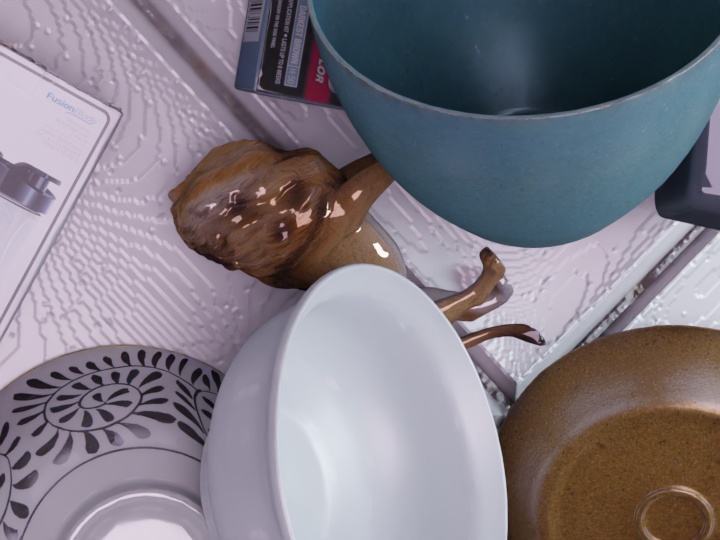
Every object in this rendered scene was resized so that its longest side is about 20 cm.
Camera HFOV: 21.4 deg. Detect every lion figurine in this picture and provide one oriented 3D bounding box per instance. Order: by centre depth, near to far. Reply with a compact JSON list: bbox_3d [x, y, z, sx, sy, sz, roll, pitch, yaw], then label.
[{"bbox_3d":[0.000,0.000,0.995,0.122,0.072,0.200,-39,108,0],"label":"lion figurine"}]

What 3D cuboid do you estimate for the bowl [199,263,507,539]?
[{"bbox_3d":[-0.015,0.104,0.937,0.201,0.090,0.202,27,56,-49],"label":"bowl"}]

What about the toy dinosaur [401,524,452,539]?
[{"bbox_3d":[0.026,0.185,1.021,0.199,0.058,0.102,0,88,-22],"label":"toy dinosaur"}]

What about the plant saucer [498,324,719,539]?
[{"bbox_3d":[0.168,0.125,1.020,0.199,0.035,0.201,3,118,6],"label":"plant saucer"}]

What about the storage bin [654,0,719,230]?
[{"bbox_3d":[0.227,-0.098,0.943,0.133,0.146,0.201,6,87,-5],"label":"storage bin"}]

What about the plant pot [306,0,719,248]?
[{"bbox_3d":[0.081,-0.089,0.898,0.199,0.200,0.135,-21,137,-11],"label":"plant pot"}]

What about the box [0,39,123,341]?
[{"bbox_3d":[-0.215,-0.021,0.941,0.116,0.060,0.201,28,89,-16],"label":"box"}]

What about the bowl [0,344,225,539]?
[{"bbox_3d":[-0.116,0.144,0.968,0.199,0.094,0.202,-1,96,-15],"label":"bowl"}]

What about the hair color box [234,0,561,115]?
[{"bbox_3d":[0.042,-0.125,0.996,0.199,0.061,0.100,9,94,-16],"label":"hair color box"}]
